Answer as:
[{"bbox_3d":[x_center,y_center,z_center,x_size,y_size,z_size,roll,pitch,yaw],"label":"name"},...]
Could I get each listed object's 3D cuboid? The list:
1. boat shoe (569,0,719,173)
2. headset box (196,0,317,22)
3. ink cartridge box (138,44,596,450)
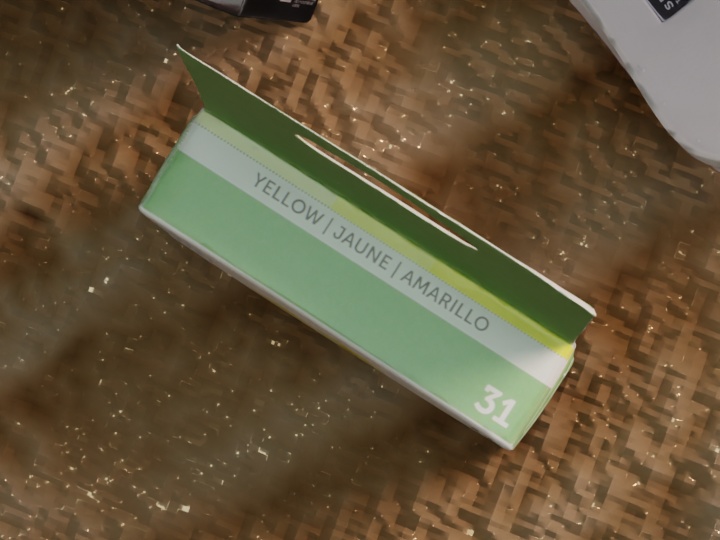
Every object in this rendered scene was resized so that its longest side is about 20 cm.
[{"bbox_3d":[0.104,-0.108,0.861,0.071,0.070,0.200,-37,61,14],"label":"boat shoe"},{"bbox_3d":[-0.105,-0.151,0.836,0.200,0.149,0.077,23,97,6],"label":"headset box"},{"bbox_3d":[0.000,0.000,0.800,0.145,0.200,0.048,32,89,4],"label":"ink cartridge box"}]
